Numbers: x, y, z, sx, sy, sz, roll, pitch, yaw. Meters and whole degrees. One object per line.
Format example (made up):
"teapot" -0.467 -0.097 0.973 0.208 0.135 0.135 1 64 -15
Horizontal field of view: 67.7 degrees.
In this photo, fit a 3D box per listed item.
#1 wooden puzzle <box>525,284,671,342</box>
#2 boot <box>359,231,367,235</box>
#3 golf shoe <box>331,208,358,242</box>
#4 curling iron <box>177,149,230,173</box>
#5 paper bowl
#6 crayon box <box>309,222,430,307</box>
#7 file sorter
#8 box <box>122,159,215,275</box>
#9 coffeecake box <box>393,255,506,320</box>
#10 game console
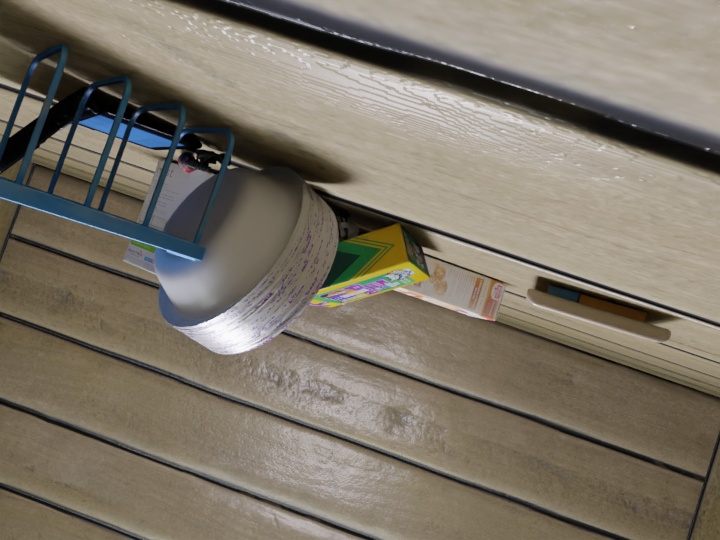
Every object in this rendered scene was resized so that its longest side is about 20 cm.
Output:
"wooden puzzle" 0.341 0.060 0.797 0.185 0.037 0.200 18 -178 18
"boot" -0.041 -0.017 0.965 0.144 0.073 0.200 16 152 0
"golf shoe" -0.048 -0.064 0.728 0.094 0.078 0.200 -3 178 -4
"curling iron" -0.204 -0.132 0.664 0.049 0.026 0.200 2 -172 -28
"paper bowl" -0.130 -0.024 0.554 0.200 0.201 0.104 16 159 47
"crayon box" 0.000 0.000 0.770 0.172 0.058 0.200 -18 170 12
"file sorter" -0.231 -0.103 0.449 0.200 0.123 0.139 21 177 -43
"box" -0.250 -0.063 0.843 0.200 0.177 0.097 17 177 29
"coffeecake box" 0.146 0.026 1.007 0.199 0.073 0.154 19 177 -6
"game console" -0.307 -0.130 0.602 0.200 0.176 0.117 15 147 53
